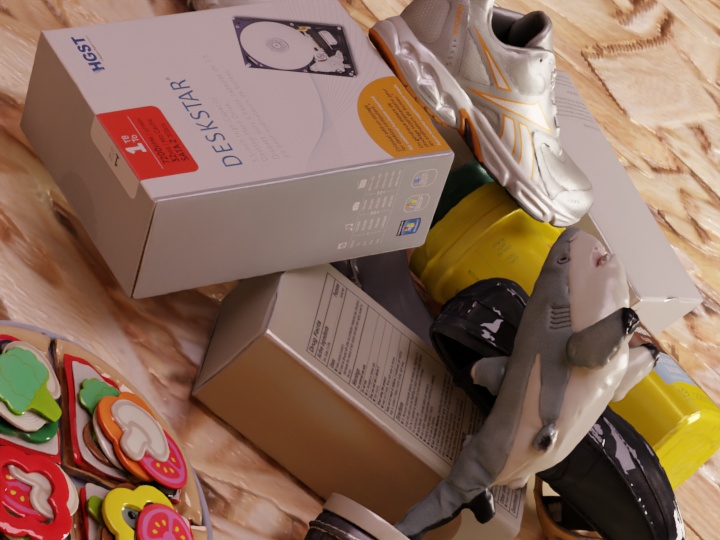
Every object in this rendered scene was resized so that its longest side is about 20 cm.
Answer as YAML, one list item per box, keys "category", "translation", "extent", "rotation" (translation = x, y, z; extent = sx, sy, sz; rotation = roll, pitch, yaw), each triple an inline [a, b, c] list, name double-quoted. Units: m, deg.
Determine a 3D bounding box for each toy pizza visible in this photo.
- category: "toy pizza"
  translation: [-0.151, 0.106, 1.497]
  extent: [0.200, 0.032, 0.200]
  rotation: [32, 36, -26]

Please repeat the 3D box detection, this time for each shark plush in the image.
- category: "shark plush"
  translation: [0.092, 0.075, 1.626]
  extent: [0.083, 0.200, 0.091]
  rotation: [37, 8, 21]

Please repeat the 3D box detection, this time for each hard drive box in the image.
- category: "hard drive box"
  translation: [-0.073, -0.075, 1.652]
  extent: [0.200, 0.077, 0.156]
  rotation: [-12, 48, -31]

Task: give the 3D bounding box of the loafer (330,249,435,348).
- category: "loafer"
  translation: [0.000, 0.000, 1.759]
  extent: [0.200, 0.072, 0.073]
  rotation: [45, 31, -8]

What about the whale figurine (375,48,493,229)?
- category: "whale figurine"
  translation: [0.044, -0.100, 1.882]
  extent: [0.200, 0.159, 0.104]
  rotation: [-77, 158, -57]

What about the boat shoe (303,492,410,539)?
- category: "boat shoe"
  translation: [0.038, 0.209, 1.619]
  extent: [0.200, 0.073, 0.063]
  rotation: [43, 75, -21]

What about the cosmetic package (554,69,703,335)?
- category: "cosmetic package"
  translation: [0.138, -0.040, 1.955]
  extent: [0.108, 0.085, 0.200]
  rotation: [6, 52, -58]

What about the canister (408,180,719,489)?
- category: "canister"
  translation: [0.137, 0.048, 1.807]
  extent: [0.200, 0.087, 0.149]
  rotation: [49, 8, 18]

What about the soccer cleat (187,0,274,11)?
- category: "soccer cleat"
  translation: [-0.082, -0.162, 1.850]
  extent: [0.086, 0.070, 0.200]
  rotation: [22, 36, -13]

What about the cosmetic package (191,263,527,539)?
- category: "cosmetic package"
  translation: [0.004, 0.085, 1.674]
  extent: [0.200, 0.071, 0.105]
  rotation: [40, 32, -16]

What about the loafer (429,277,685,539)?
- category: "loafer"
  translation: [0.113, 0.097, 1.674]
  extent: [0.201, 0.068, 0.070]
  rotation: [52, 49, 1]

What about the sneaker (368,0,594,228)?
- category: "sneaker"
  translation: [0.097, -0.106, 1.739]
  extent: [0.200, 0.092, 0.076]
  rotation: [43, 9, -37]

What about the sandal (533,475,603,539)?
- category: "sandal"
  translation: [0.147, 0.161, 1.791]
  extent: [0.200, 0.054, 0.080]
  rotation: [46, 5, -32]
